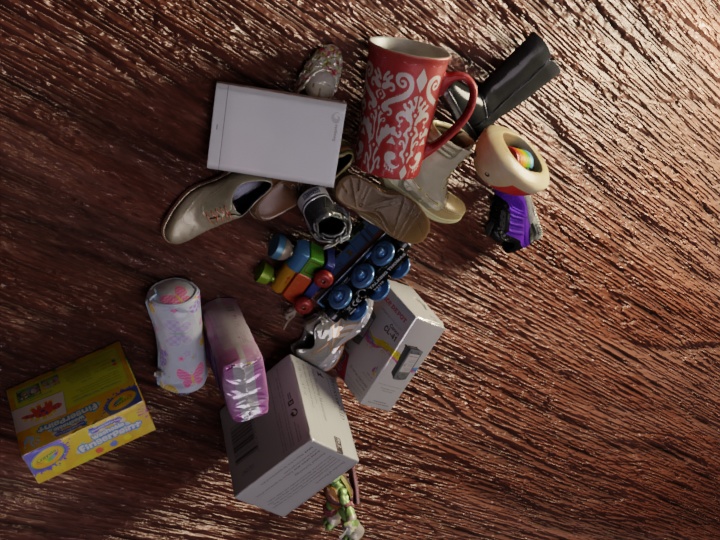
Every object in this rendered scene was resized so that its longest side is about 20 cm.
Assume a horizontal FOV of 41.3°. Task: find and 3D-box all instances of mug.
[{"bbox_3d":[0.077,-0.249,1.509,0.133,0.176,0.201,-30,136,-57],"label":"mug"}]

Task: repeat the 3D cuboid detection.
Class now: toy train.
[{"bbox_3d":[0.000,0.000,1.686,0.200,0.114,0.087,-45,140,5],"label":"toy train"},{"bbox_3d":[-0.136,0.024,1.660,0.115,0.085,0.200,23,126,-21],"label":"toy train"}]

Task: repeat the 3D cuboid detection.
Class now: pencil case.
[{"bbox_3d":[-0.308,0.111,1.608,0.090,0.083,0.201,-1,124,-4],"label":"pencil case"}]

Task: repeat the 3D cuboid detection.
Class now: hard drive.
[{"bbox_3d":[-0.129,-0.207,1.462,0.198,0.027,0.133,8,108,-6],"label":"hard drive"}]

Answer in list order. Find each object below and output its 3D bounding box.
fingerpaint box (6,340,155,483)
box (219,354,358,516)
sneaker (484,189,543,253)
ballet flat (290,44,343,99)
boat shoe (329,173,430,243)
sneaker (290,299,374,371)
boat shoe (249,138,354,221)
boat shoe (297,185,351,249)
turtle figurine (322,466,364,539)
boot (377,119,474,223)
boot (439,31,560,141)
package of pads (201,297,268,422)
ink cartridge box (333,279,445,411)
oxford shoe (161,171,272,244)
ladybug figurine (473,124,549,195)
[{"bbox_3d":[-0.454,0.226,1.548,0.199,0.167,0.074,-24,130,-14],"label":"fingerpaint box"},{"bbox_3d":[-0.134,0.300,1.733,0.200,0.200,0.130,-39,134,20],"label":"box"},{"bbox_3d":[0.275,-0.104,1.802,0.099,0.070,0.201,-33,131,-2],"label":"sneaker"},{"bbox_3d":[-0.082,-0.257,1.496,0.075,0.064,0.201,23,107,-38],"label":"ballet flat"},{"bbox_3d":[0.033,-0.112,1.622,0.199,0.064,0.072,31,92,-28],"label":"boat shoe"},{"bbox_3d":[-0.053,0.095,1.752,0.092,0.076,0.201,23,107,-34],"label":"sneaker"},{"bbox_3d":[-0.098,-0.148,1.559,0.200,0.068,0.072,-42,132,2],"label":"boat shoe"},{"bbox_3d":[-0.048,-0.075,1.588,0.073,0.068,0.199,-30,161,-3],"label":"boat shoe"},{"bbox_3d":[-0.072,0.506,1.979,0.143,0.201,0.195,-3,136,14],"label":"turtle figurine"},{"bbox_3d":[0.147,-0.169,1.655,0.199,0.072,0.155,25,127,-35],"label":"boot"},{"bbox_3d":[0.231,-0.329,1.620,0.200,0.066,0.165,-37,144,5],"label":"boot"},{"bbox_3d":[-0.214,0.146,1.608,0.075,0.200,0.121,-11,123,-16],"label":"package of pads"},{"bbox_3d":[0.046,0.137,1.785,0.085,0.148,0.201,18,110,-38],"label":"ink cartridge box"},{"bbox_3d":[-0.228,-0.103,1.511,0.200,0.074,0.071,-39,132,-1],"label":"oxford shoe"},{"bbox_3d":[0.258,-0.183,1.659,0.072,0.136,0.199,-39,155,29],"label":"ladybug figurine"}]
